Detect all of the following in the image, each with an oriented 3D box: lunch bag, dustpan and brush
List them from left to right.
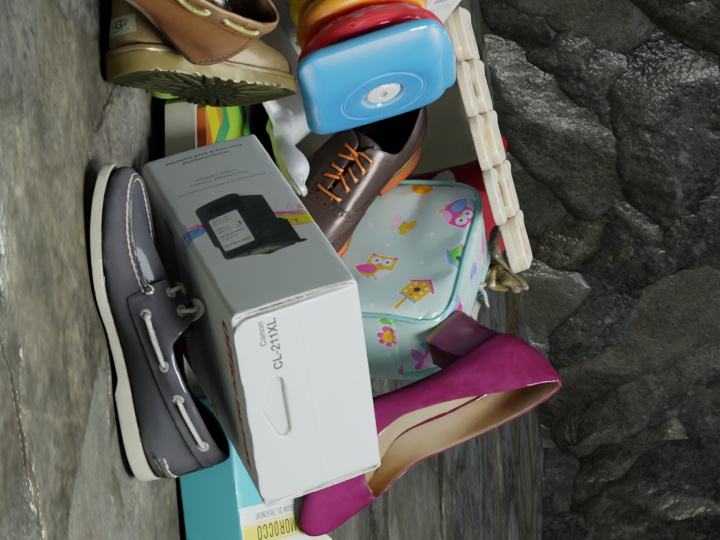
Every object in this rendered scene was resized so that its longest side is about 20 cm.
[{"bbox_3d":[-0.060,-0.122,1.521,0.200,0.057,0.140,55,-7,46],"label":"dustpan and brush"},{"bbox_3d":[0.000,0.000,1.571,0.077,0.198,0.161,78,24,-43],"label":"lunch bag"}]

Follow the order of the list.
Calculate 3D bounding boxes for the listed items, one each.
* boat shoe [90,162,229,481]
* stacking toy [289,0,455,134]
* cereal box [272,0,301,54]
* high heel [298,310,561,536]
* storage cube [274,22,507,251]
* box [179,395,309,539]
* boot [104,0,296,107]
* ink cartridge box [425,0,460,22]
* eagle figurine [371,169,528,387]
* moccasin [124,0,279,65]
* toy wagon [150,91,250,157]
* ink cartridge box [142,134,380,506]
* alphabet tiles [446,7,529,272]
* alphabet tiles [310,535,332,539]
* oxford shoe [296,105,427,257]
[{"bbox_3d":[-0.121,0.030,1.289,0.073,0.062,0.202,-52,136,-72],"label":"boat shoe"},{"bbox_3d":[-0.013,-0.207,1.469,0.116,0.109,0.201,80,-8,-67],"label":"stacking toy"},{"bbox_3d":[-0.077,-0.248,1.594,0.200,0.039,0.145,67,-3,-62],"label":"cereal box"},{"bbox_3d":[0.045,0.118,1.444,0.200,0.096,0.068,-51,145,-13],"label":"high heel"},{"bbox_3d":[0.021,-0.111,1.798,0.180,0.198,0.172,62,18,-65],"label":"storage cube"},{"bbox_3d":[-0.076,0.182,1.431,0.082,0.049,0.202,-5,88,-58],"label":"box"},{"bbox_3d":[-0.105,-0.215,1.369,0.175,0.066,0.202,8,76,-58],"label":"boot"},{"bbox_3d":[0.011,-0.254,1.534,0.177,0.044,0.200,64,-27,12],"label":"ink cartridge box"},{"bbox_3d":[0.029,0.030,1.682,0.152,0.199,0.152,63,-12,16],"label":"eagle figurine"},{"bbox_3d":[-0.122,-0.193,1.231,0.201,0.077,0.074,45,39,-38],"label":"moccasin"},{"bbox_3d":[-0.107,-0.095,1.499,0.201,0.039,0.156,-78,162,-59],"label":"toy wagon"},{"bbox_3d":[-0.064,0.028,1.332,0.200,0.082,0.147,-126,-157,-53],"label":"ink cartridge box"},{"bbox_3d":[0.098,-0.100,1.592,0.196,0.014,0.202,-36,111,-82],"label":"alphabet tiles"},{"bbox_3d":[-0.065,0.201,1.512,0.195,0.014,0.202,26,61,-60],"label":"alphabet tiles"},{"bbox_3d":[-0.019,-0.065,1.520,0.200,0.071,0.073,-51,171,-33],"label":"oxford shoe"}]
